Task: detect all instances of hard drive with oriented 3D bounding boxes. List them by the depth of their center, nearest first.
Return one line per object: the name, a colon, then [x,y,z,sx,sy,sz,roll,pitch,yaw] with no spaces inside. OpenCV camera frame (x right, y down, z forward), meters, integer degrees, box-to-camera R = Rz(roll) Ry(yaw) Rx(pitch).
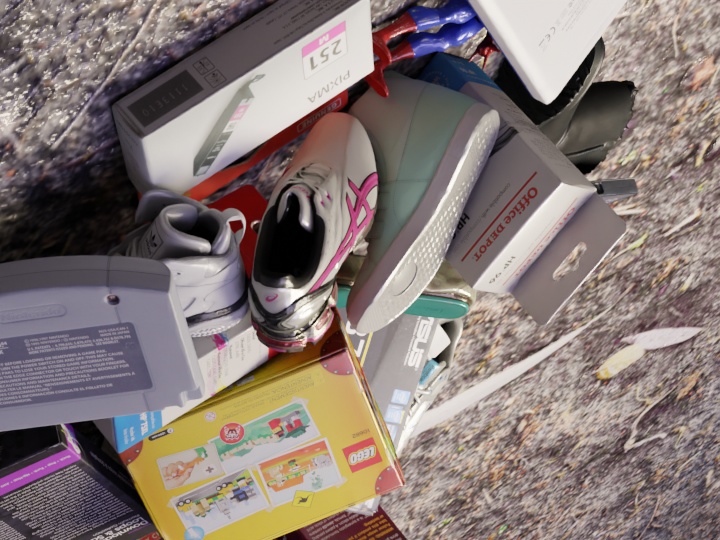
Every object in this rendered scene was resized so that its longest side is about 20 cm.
hard drive: [0.141,-0.230,1.624,0.132,0.025,0.200,-53,145,-7]

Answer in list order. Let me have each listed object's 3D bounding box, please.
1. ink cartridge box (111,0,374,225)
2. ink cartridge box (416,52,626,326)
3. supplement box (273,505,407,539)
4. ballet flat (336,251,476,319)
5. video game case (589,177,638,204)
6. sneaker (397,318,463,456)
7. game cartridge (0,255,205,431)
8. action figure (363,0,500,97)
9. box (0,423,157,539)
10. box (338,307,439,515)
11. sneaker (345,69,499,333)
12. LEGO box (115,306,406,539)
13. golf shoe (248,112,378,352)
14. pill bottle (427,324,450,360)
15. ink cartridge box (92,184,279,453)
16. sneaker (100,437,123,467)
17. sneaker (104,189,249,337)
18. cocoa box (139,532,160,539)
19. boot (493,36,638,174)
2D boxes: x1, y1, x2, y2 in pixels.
ink cartridge box: [-0.079,-0.110,1.556,0.199,0.044,0.174,-34,152,-16]
ink cartridge box: [0.103,-0.064,1.701,0.116,0.200,0.068,-51,153,18]
supplement box: [-0.046,0.234,1.955,0.085,0.200,0.111,-25,151,-30]
ballet flat: [0.000,0.000,1.715,0.199,0.063,0.067,7,159,-26]
video game case: [0.132,-0.050,1.886,0.142,0.019,0.199,-20,172,42]
sneaker: [0.035,0.110,1.945,0.087,0.075,0.201,-38,-160,54]
game cartridge: [-0.217,0.051,1.483,0.198,0.041,0.134,-7,136,5]
action figure: [0.091,-0.200,1.654,0.199,0.052,0.066,-33,149,-22]
box: [-0.258,0.188,1.701,0.142,0.036,0.200,-24,147,8]
box: [-0.035,0.095,1.782,0.160,0.049,0.201,13,103,-27]
sneaker: [0.015,-0.057,1.668,0.201,0.118,0.074,-62,156,0]
LEGO box: [-0.083,0.132,1.687,0.199,0.077,0.150,-21,124,0]
golf shoe: [-0.031,-0.043,1.570,0.092,0.072,0.201,85,17,-56]
pill bottle: [-0.023,0.096,1.876,0.200,0.113,0.113,-41,155,-4]
ink cartridge box: [-0.133,0.033,1.615,0.199,0.116,0.067,-31,152,-21]
sneaker: [-0.166,0.146,1.804,0.084,0.075,0.200,-17,155,-40]
sneaker: [-0.172,0.001,1.517,0.198,0.076,0.115,-9,147,-14]
cocoa box: [-0.188,0.293,1.929,0.199,0.131,0.134,-33,153,-19]
boot: [0.181,-0.143,1.837,0.162,0.074,0.199,-8,146,-46]
